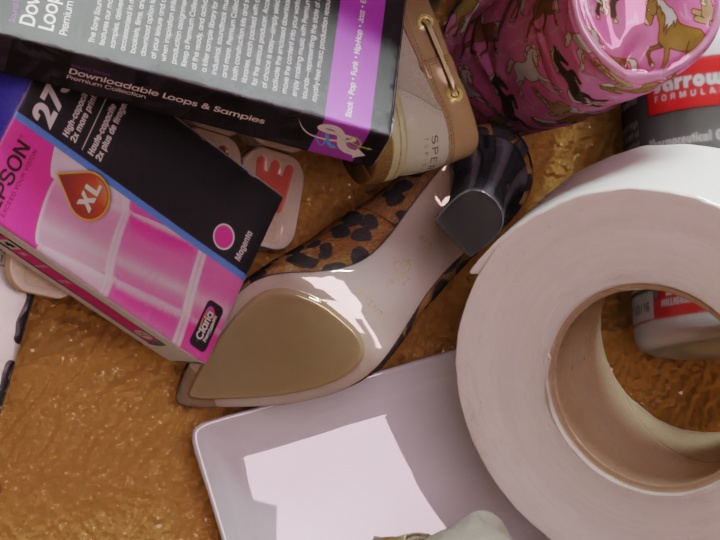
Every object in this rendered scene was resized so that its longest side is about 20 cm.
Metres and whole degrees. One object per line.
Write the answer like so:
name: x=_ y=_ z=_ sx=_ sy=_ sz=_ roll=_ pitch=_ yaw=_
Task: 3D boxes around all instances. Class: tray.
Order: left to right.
tray: x=0.021 y=0.103 z=1.399 sx=0.199 sy=0.022 sz=0.108 roll=-15 pitch=86 yaw=-16

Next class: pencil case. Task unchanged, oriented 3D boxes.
pencil case: x=0.105 y=-0.119 z=1.362 sx=0.083 sy=0.200 sz=0.087 roll=-36 pitch=97 yaw=-16

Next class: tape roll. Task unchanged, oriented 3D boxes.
tape roll: x=0.148 y=0.044 z=1.330 sx=0.203 sy=0.202 sz=0.071 roll=52 pitch=32 yaw=-1

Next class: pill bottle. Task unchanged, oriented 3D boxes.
pill bottle: x=0.189 y=-0.060 z=1.419 sx=0.113 sy=0.114 sz=0.201 roll=-1 pitch=81 yaw=-14

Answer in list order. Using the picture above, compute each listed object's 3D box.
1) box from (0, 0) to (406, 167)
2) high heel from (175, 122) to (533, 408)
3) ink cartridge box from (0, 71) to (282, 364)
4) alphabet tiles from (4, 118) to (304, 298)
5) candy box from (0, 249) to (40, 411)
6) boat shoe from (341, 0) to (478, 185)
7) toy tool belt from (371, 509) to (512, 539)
box: x=-0.077 y=-0.136 z=1.293 sx=0.199 sy=0.036 sz=0.143 roll=15 pitch=57 yaw=-12
high heel: x=0.000 y=0.000 z=1.403 sx=0.200 sy=0.143 sz=0.072 roll=-32 pitch=100 yaw=17
ink cartridge box: x=-0.130 y=-0.044 z=1.305 sx=0.200 sy=0.037 sz=0.095 roll=35 pitch=70 yaw=-32
alphabet tiles: x=-0.105 y=-0.076 z=1.354 sx=0.200 sy=0.015 sz=0.196 roll=16 pitch=79 yaw=-38
candy box: x=-0.215 y=-0.032 z=1.341 sx=0.136 sy=0.061 sz=0.201 roll=19 pitch=76 yaw=-13
boat shoe: x=0.008 y=-0.131 z=1.383 sx=0.066 sy=0.074 sz=0.201 roll=-5 pitch=63 yaw=-19
toy tool belt: x=0.032 y=0.222 z=1.341 sx=0.122 sy=0.125 sz=0.201 roll=-12 pitch=104 yaw=2
